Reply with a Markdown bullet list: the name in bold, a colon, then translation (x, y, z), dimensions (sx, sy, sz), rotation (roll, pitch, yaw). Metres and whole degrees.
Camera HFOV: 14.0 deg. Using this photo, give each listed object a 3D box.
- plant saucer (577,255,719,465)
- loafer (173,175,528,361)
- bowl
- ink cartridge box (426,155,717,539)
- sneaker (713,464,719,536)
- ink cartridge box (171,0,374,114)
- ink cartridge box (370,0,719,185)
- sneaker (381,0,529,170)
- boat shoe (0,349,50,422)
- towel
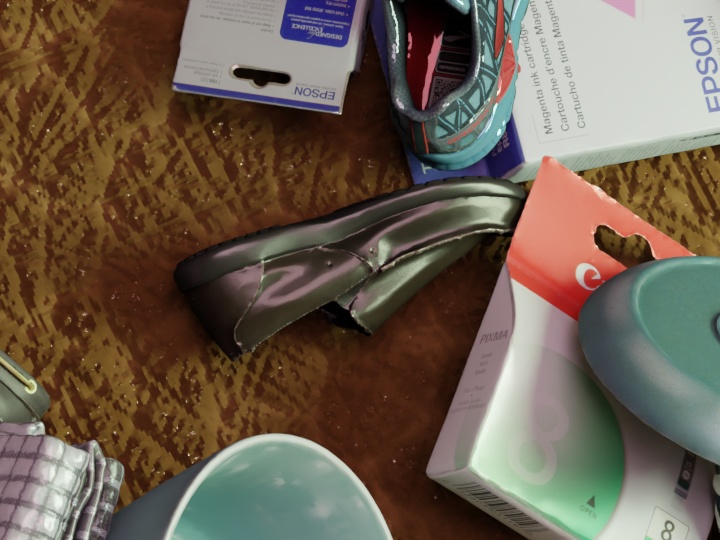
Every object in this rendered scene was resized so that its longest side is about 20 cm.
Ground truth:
- **plant saucer**: translation (0.212, 0.047, 1.532), dimensions (0.200, 0.027, 0.200), rotation (14, 30, -8)
- **loafer**: translation (0.000, 0.000, 1.585), dimensions (0.200, 0.073, 0.072), rotation (-16, 90, -11)
- **bowl**: translation (-0.074, 0.184, 1.457), dimensions (0.201, 0.105, 0.201), rotation (10, 77, -50)
- **ink cartridge box**: translation (0.136, 0.058, 1.574), dimensions (0.161, 0.050, 0.200), rotation (32, 68, -26)
- **sneaker**: translation (0.283, 0.157, 1.555), dimensions (0.199, 0.080, 0.130), rotation (6, 104, 4)
- **ink cartridge box**: translation (-0.038, -0.176, 1.632), dimensions (0.099, 0.039, 0.200), rotation (10, 69, 7)
- **ink cartridge box**: translation (0.106, -0.153, 1.668), dimensions (0.200, 0.043, 0.197), rotation (-11, 76, -17)
- **sneaker**: translation (0.055, -0.159, 1.594), dimensions (0.079, 0.096, 0.201), rotation (1, 81, 17)
- **boat shoe**: translation (-0.249, 0.020, 1.517), dimensions (0.201, 0.072, 0.061), rotation (45, 64, -3)
- **towel**: translation (-0.210, 0.158, 1.420), dimensions (0.086, 0.200, 0.166), rotation (38, 60, -42)
